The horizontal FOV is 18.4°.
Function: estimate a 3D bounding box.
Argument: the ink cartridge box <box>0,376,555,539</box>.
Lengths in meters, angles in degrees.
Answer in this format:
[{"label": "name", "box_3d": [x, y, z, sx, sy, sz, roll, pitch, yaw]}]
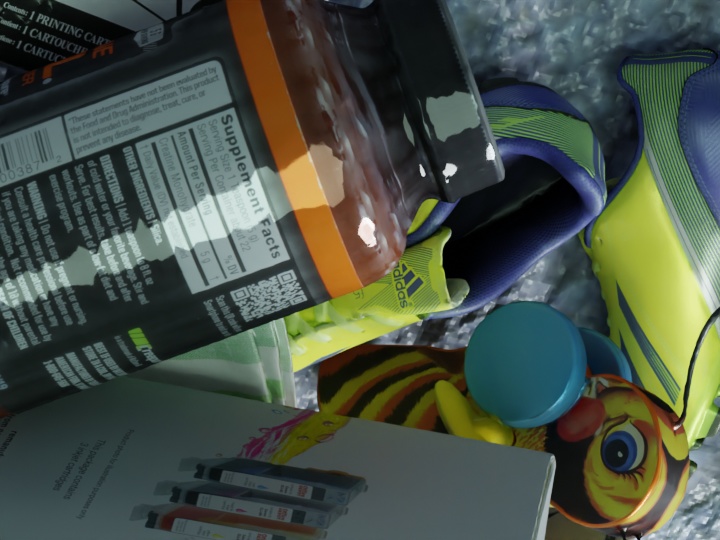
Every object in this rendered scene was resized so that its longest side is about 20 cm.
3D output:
[{"label": "ink cartridge box", "box_3d": [-0.043, 0.139, 0.750, 0.199, 0.145, 0.146, 10, 117, 8]}]

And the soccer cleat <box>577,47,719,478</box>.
[{"label": "soccer cleat", "box_3d": [0.121, 0.001, 0.891, 0.083, 0.065, 0.201, 14, 123, 11]}]

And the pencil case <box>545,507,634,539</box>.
[{"label": "pencil case", "box_3d": [0.096, 0.185, 0.964, 0.089, 0.078, 0.201, -47, 133, -36]}]

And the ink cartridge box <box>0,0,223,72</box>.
[{"label": "ink cartridge box", "box_3d": [-0.108, -0.119, 0.756, 0.199, 0.044, 0.094, 19, 111, -24]}]

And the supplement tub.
[{"label": "supplement tub", "box_3d": [-0.056, -0.029, 0.733, 0.199, 0.107, 0.107, -20, 123, 2]}]

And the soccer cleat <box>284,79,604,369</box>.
[{"label": "soccer cleat", "box_3d": [0.000, -0.001, 0.822, 0.200, 0.084, 0.065, -32, 123, 4]}]

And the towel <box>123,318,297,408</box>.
[{"label": "towel", "box_3d": [-0.088, 0.096, 0.833, 0.152, 0.023, 0.201, -4, 115, 13]}]

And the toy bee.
[{"label": "toy bee", "box_3d": [0.075, 0.065, 0.830, 0.130, 0.109, 0.200, 12, 157, -40]}]
